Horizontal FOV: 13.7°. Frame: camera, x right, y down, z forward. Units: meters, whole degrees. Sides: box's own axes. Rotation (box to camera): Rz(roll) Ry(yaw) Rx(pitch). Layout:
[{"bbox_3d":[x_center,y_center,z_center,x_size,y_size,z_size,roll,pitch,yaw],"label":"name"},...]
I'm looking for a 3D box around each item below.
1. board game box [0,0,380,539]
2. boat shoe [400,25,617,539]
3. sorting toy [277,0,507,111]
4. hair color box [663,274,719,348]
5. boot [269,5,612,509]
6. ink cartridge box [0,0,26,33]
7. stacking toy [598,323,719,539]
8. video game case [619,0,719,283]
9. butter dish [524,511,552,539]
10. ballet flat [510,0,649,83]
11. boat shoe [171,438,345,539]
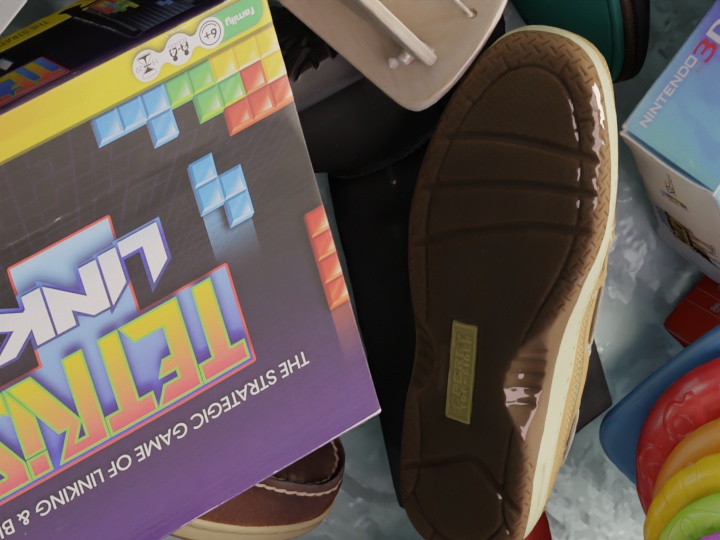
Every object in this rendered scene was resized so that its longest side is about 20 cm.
[{"bbox_3d":[-0.103,0.015,0.956,0.200,0.057,0.166,-30,120,-23],"label":"board game box"},{"bbox_3d":[0.058,0.001,1.063,0.076,0.071,0.201,-34,141,-54],"label":"boat shoe"},{"bbox_3d":[0.001,-0.182,0.965,0.180,0.107,0.200,-49,141,2],"label":"sorting toy"},{"bbox_3d":[0.227,-0.013,1.215,0.200,0.061,0.102,-47,122,-5],"label":"hair color box"},{"bbox_3d":[0.001,0.000,1.104,0.164,0.066,0.201,-24,121,-17],"label":"boot"},{"bbox_3d":[-0.149,-0.191,0.852,0.144,0.201,0.145,9,147,-30],"label":"ink cartridge box"},{"bbox_3d":[0.142,0.112,1.083,0.116,0.200,0.110,45,121,-11],"label":"stacking toy"},{"bbox_3d":[0.179,-0.097,1.106,0.200,0.045,0.181,-53,164,-3],"label":"video game case"},{"bbox_3d":[-0.004,0.203,1.120,0.147,0.200,0.200,7,122,11],"label":"butter dish"},{"bbox_3d":[0.063,-0.161,1.074,0.073,0.073,0.200,-38,114,-11],"label":"ballet flat"},{"bbox_3d":[-0.074,0.035,1.052,0.200,0.072,0.072,28,128,-31],"label":"boat shoe"}]
